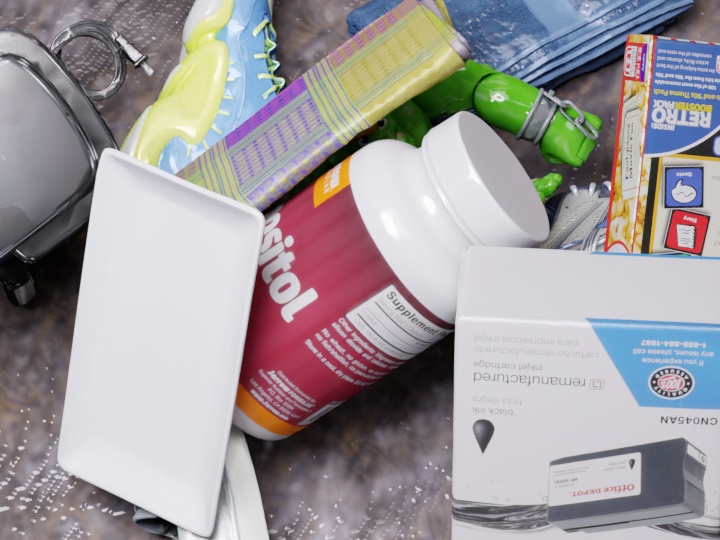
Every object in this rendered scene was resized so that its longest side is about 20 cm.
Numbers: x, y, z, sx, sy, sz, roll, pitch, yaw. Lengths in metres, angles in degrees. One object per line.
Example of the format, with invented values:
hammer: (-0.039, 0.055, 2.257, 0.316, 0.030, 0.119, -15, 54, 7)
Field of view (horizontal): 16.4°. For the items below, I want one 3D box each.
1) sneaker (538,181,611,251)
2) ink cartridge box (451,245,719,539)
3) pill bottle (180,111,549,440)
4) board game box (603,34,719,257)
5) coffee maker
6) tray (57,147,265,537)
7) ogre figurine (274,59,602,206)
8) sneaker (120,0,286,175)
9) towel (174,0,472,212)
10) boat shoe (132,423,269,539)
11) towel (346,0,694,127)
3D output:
sneaker: (0.152, -0.025, 1.484, 0.200, 0.077, 0.085, -34, 61, -16)
ink cartridge box: (0.121, 0.096, 1.323, 0.144, 0.201, 0.084, 2, 28, 5)
pill bottle: (0.000, 0.000, 1.386, 0.200, 0.113, 0.113, -34, 63, 20)
board game box: (0.218, -0.028, 1.422, 0.151, 0.046, 0.201, 5, 95, -14)
coffee maker: (-0.204, -0.079, 1.430, 0.134, 0.200, 0.192, 31, 84, -12)
tray: (-0.106, 0.038, 1.357, 0.107, 0.201, 0.022, 23, 28, 24)
ogre figurine: (0.033, -0.050, 1.477, 0.120, 0.098, 0.200, 45, 111, 0)
sneaker: (-0.070, -0.106, 1.537, 0.105, 0.076, 0.200, 25, 79, 3)
towel: (-0.024, -0.084, 1.416, 0.200, 0.144, 0.023, -37, 110, 4)
boat shoe: (-0.094, 0.131, 1.414, 0.071, 0.070, 0.201, -12, 66, -8)
towel: (0.098, -0.162, 1.568, 0.200, 0.049, 0.112, -28, 65, -11)
